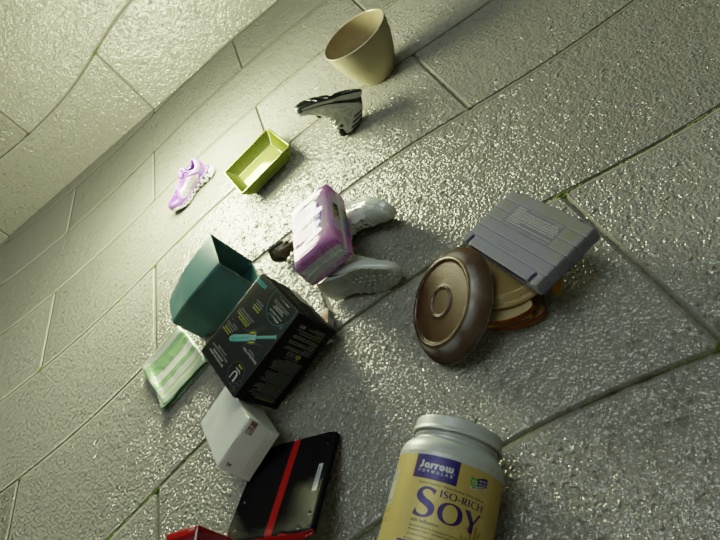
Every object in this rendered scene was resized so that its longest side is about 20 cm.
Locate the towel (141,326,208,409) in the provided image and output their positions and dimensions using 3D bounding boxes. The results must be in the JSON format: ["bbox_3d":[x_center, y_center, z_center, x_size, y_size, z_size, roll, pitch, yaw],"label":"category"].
[{"bbox_3d":[-0.456,0.231,1.447,0.153,0.023,0.200,-49,39,-6],"label":"towel"}]

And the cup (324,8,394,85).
[{"bbox_3d":[0.018,-0.612,1.679,0.199,0.143,0.201,-23,44,24],"label":"cup"}]

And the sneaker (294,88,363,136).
[{"bbox_3d":[-0.075,-0.408,1.583,0.199,0.116,0.076,-20,26,-24],"label":"sneaker"}]

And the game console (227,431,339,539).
[{"bbox_3d":[-0.125,0.366,0.993,0.176,0.031,0.200,-19,28,22],"label":"game console"}]

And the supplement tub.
[{"bbox_3d":[0.108,0.309,0.781,0.145,0.145,0.201,-6,53,38],"label":"supplement tub"}]

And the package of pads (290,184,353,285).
[{"bbox_3d":[-0.085,-0.077,1.252,0.120,0.076,0.201,-36,38,21],"label":"package of pads"}]

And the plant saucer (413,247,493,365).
[{"bbox_3d":[0.144,0.055,0.995,0.200,0.032,0.202,-39,43,48],"label":"plant saucer"}]

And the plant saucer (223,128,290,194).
[{"bbox_3d":[-0.299,-0.316,1.774,0.200,0.048,0.200,-46,39,0],"label":"plant saucer"}]

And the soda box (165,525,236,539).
[{"bbox_3d":[-0.200,0.445,0.888,0.070,0.200,0.064,-24,44,23],"label":"soda box"}]

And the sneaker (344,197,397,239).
[{"bbox_3d":[-0.009,-0.095,1.310,0.199,0.074,0.116,2,60,53],"label":"sneaker"}]

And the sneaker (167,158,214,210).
[{"bbox_3d":[-0.577,-0.290,1.965,0.201,0.088,0.080,-53,41,-8],"label":"sneaker"}]

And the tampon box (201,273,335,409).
[{"bbox_3d":[-0.181,0.140,1.167,0.200,0.126,0.150,-51,50,3],"label":"tampon box"}]

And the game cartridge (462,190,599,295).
[{"bbox_3d":[0.266,-0.051,0.948,0.129,0.038,0.200,-40,34,-4],"label":"game cartridge"}]

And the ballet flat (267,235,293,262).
[{"bbox_3d":[-0.133,-0.081,1.423,0.199,0.067,0.047,-34,84,8],"label":"ballet flat"}]

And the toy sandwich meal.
[{"bbox_3d":[0.255,0.005,0.989,0.204,0.070,0.206,-26,37,22],"label":"toy sandwich meal"}]

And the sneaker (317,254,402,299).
[{"bbox_3d":[0.000,0.000,1.215,0.199,0.077,0.081,-8,41,35],"label":"sneaker"}]

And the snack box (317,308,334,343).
[{"bbox_3d":[-0.142,0.145,1.244,0.199,0.024,0.072,-23,46,25],"label":"snack box"}]

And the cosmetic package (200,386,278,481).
[{"bbox_3d":[-0.229,0.295,1.108,0.102,0.074,0.200,-56,25,-5],"label":"cosmetic package"}]

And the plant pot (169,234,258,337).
[{"bbox_3d":[-0.361,0.052,1.437,0.200,0.141,0.142,-47,38,9],"label":"plant pot"}]
